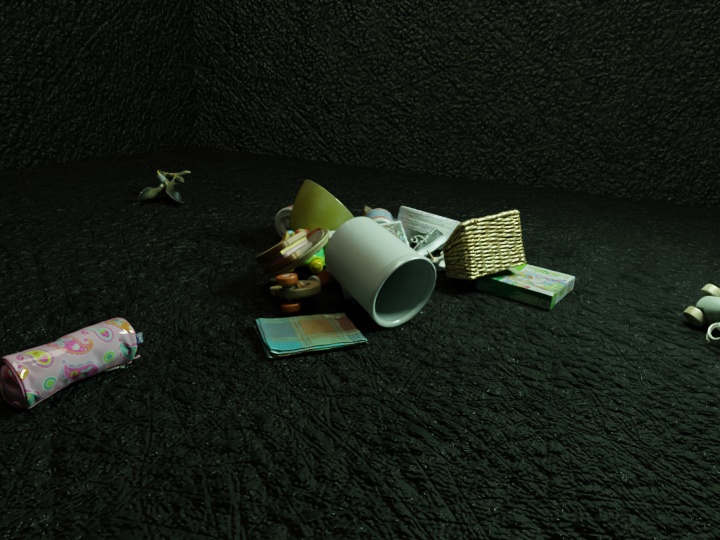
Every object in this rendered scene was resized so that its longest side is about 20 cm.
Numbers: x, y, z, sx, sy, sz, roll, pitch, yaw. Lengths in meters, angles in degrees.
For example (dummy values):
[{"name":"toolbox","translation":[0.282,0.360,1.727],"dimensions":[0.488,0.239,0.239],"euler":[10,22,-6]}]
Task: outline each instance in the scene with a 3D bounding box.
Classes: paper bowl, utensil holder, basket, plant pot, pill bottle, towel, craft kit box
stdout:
[{"name":"paper bowl","translation":[0.210,-0.132,1.649],"dimensions":[0.198,0.106,0.201],"euler":[15,10,-2]},{"name":"utensil holder","translation":[0.037,-0.004,1.124],"dimensions":[0.169,0.171,0.200],"euler":[-10,38,-35]},{"name":"basket","translation":[0.313,-0.071,1.358],"dimensions":[0.198,0.151,0.142],"euler":[-15,9,-22]},{"name":"plant pot","translation":[-0.130,-0.147,1.527],"dimensions":[0.199,0.142,0.200],"euler":[38,-6,5]},{"name":"pill bottle","translation":[0.060,-0.137,1.663],"dimensions":[0.107,0.110,0.200],"euler":[3,19,-2]},{"name":"pill bottle","translation":[-0.187,-0.169,1.700],"dimensions":[0.110,0.112,0.200],"euler":[11,21,19]},{"name":"towel","translation":[-0.102,0.122,1.026],"dimensions":[0.198,0.022,0.147],"euler":[-4,21,-22]},{"name":"craft kit box","translation":[0.437,0.032,1.363],"dimensions":[0.199,0.049,0.197],"euler":[17,21,33]}]

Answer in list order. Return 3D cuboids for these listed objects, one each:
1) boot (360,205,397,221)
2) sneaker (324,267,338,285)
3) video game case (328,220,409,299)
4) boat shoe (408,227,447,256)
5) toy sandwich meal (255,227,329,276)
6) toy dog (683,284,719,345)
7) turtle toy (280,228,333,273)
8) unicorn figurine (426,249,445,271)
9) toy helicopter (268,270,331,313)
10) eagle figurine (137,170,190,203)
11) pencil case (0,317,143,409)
[{"name":"boot","translation":[0.073,-0.180,1.870],"dimensions":[0.144,0.071,0.200],"euler":[11,21,2]},{"name":"sneaker","translation":[0.000,0.000,1.303],"dimensions":[0.198,0.078,0.083],"euler":[-16,57,-11]},{"name":"video game case","translation":[0.033,-0.029,1.279],"dimensions":[0.198,0.023,0.183],"euler":[-10,65,-15]},{"name":"boat shoe","translation":[0.171,-0.069,1.479],"dimensions":[0.199,0.074,0.068],"euler":[-33,80,-33]},{"name":"toy sandwich meal","translation":[-0.167,-0.058,1.251],"dimensions":[0.204,0.071,0.205],"euler":[-31,16,10]},{"name":"toy dog","translation":[0.826,0.109,1.153],"dimensions":[0.096,0.132,0.200],"euler":[41,22,-10]},{"name":"turtle toy","translation":[-0.138,-0.060,1.415],"dimensions":[0.197,0.102,0.146],"euler":[1,19,-9]},{"name":"unicorn figurine","translation":[0.261,-0.030,1.478],"dimensions":[0.136,0.075,0.200],"euler":[-3,4,9]},{"name":"toy helicopter","translation":[-0.153,0.033,1.199],"dimensions":[0.131,0.080,0.199],"euler":[-15,14,-29]},{"name":"eagle figurine","translation":[-0.777,-0.323,2.045],"dimensions":[0.151,0.151,0.201],"euler":[-30,40,28]},{"name":"pencil case","translation":[-0.450,0.141,0.813],"dimensions":[0.087,0.088,0.199],"euler":[15,21,29]}]
